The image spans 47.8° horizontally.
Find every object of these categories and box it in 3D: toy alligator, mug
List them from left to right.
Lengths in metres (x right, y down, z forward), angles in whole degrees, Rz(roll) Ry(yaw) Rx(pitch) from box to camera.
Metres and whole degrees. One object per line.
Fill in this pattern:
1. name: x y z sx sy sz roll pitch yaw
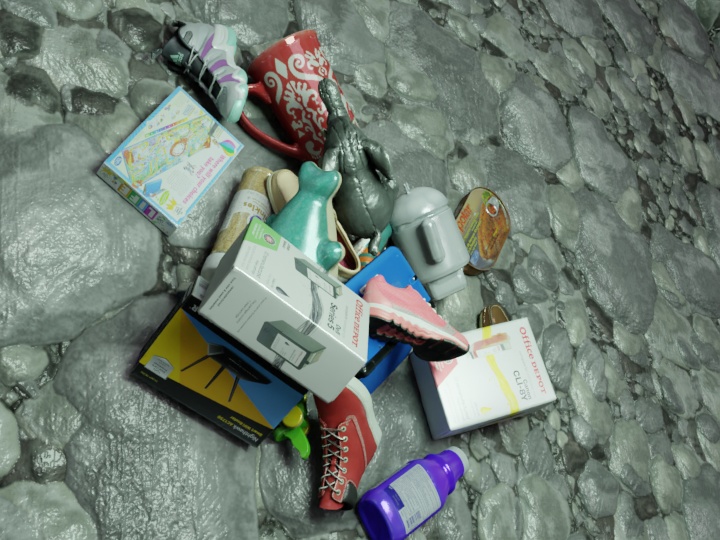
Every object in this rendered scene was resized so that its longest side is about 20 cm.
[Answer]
1. toy alligator: -0.107 0.169 1.144 0.053 0.060 0.203 -11 63 4
2. mug: -0.101 -0.262 1.347 0.202 0.176 0.133 60 11 -1

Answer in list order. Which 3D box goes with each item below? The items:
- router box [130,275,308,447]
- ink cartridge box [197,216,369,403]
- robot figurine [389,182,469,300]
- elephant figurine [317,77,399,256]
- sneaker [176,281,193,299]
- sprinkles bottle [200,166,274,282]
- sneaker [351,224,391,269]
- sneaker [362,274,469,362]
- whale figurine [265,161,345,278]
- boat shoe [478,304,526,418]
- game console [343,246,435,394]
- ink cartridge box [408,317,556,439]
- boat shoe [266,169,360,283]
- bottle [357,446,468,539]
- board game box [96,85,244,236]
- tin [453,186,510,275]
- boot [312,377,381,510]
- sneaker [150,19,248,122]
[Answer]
1. router box: -0.170 0.122 1.046 0.199 0.149 0.051 35 24 -17
2. ink cartridge box: -0.087 0.047 1.010 0.199 0.084 0.146 37 23 -15
3. robot figurine: 0.113 -0.054 1.374 0.111 0.170 0.203 -23 95 -4
4. elephant figurine: -0.016 -0.157 1.218 0.142 0.153 0.202 -50 145 -31
5. sneaker: -0.170 0.085 1.108 0.197 0.075 0.086 24 79 2
6. sprinkles bottle: -0.173 -0.061 1.197 0.068 0.068 0.203 31 51 -21
7. sneaker: 0.000 0.000 1.304 0.080 0.071 0.200 47 55 -8
8. sneaker: 0.084 0.066 1.162 0.198 0.073 0.088 26 55 -30
9. whale figurine: -0.089 -0.048 1.120 0.103 0.158 0.204 2 108 -47
10. boat shoe: 0.273 0.154 1.430 0.075 0.074 0.203 -6 71 -40
11. game console: 0.013 0.092 1.220 0.200 0.118 0.172 -39 98 -44
12. ink cartridge box: 0.196 0.172 1.313 0.196 0.084 0.148 -11 72 -20
13. boat shoe: -0.063 -0.070 1.206 0.074 0.069 0.202 -38 96 -38
14. bottle: 0.085 0.324 1.199 0.198 0.065 0.085 -24 83 -43
15. board game box: -0.274 -0.164 1.194 0.134 0.034 0.201 42 48 -13
16. tin: 0.220 -0.076 1.535 0.112 0.042 0.201 46 47 -14
17. boot: -0.034 0.236 1.100 0.146 0.071 0.202 -65 146 -37
18. sneaker: -0.255 -0.314 1.260 0.138 0.078 0.202 6 47 -31
